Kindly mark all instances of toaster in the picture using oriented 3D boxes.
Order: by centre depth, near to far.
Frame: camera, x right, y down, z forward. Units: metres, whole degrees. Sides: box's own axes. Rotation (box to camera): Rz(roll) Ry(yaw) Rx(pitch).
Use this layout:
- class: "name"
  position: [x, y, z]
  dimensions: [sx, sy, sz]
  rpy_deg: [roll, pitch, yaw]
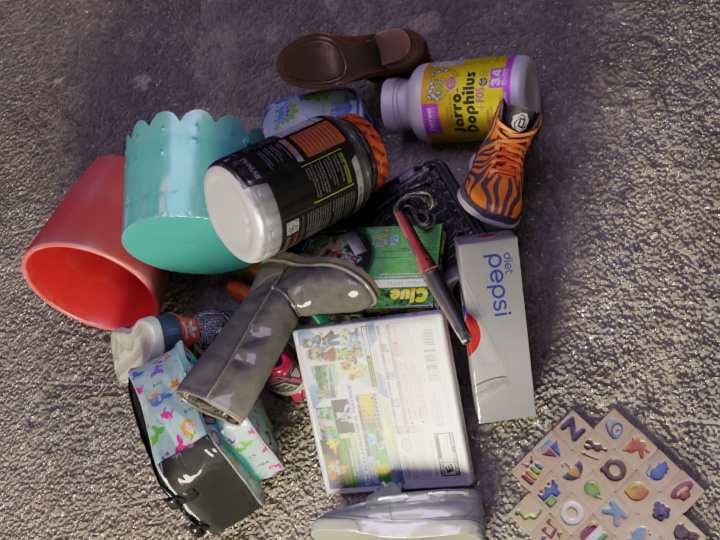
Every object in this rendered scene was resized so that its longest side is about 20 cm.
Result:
- class: "toaster"
  position: [0.065, -0.020, 1.326]
  dimensions: [0.179, 0.119, 0.202]
  rpy_deg: [-31, 56, 4]

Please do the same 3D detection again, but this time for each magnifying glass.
- class: "magnifying glass"
  position: [-0.104, 0.050, 1.397]
  dimensions: [0.198, 0.081, 0.022]
  rpy_deg: [20, 48, 41]

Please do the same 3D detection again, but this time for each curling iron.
- class: "curling iron"
  position: [0.083, -0.008, 1.197]
  dimensions: [0.049, 0.026, 0.202]
  rpy_deg: [-26, 58, 12]

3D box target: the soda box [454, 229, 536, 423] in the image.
- class: "soda box"
  position: [0.149, 0.061, 1.205]
  dimensions: [0.067, 0.063, 0.204]
  rpy_deg: [-7, 99, 2]

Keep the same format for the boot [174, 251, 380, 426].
- class: "boot"
  position: [-0.090, 0.076, 1.182]
  dimensions: [0.180, 0.073, 0.201]
  rpy_deg: [5, 48, 39]

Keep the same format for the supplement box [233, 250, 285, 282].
- class: "supplement box"
  position: [-0.153, -0.030, 1.459]
  dimensions: [0.198, 0.067, 0.069]
  rpy_deg: [25, 74, 33]

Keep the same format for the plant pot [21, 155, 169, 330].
- class: "plant pot"
  position: [-0.336, -0.044, 1.483]
  dimensions: [0.197, 0.202, 0.179]
  rpy_deg: [0, 53, 23]

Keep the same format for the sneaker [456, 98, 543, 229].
- class: "sneaker"
  position: [0.166, -0.135, 1.269]
  dimensions: [0.076, 0.113, 0.201]
  rpy_deg: [17, 30, -6]

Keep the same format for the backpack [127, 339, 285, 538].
- class: "backpack"
  position: [-0.189, 0.183, 1.290]
  dimensions: [0.149, 0.179, 0.201]
  rpy_deg: [-34, 50, -6]

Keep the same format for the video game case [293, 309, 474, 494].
- class: "video game case"
  position: [0.026, 0.152, 1.233]
  dimensions: [0.179, 0.022, 0.204]
  rpy_deg: [-7, 102, 19]

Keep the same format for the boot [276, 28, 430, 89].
- class: "boot"
  position: [-0.003, -0.286, 1.479]
  dimensions: [0.197, 0.155, 0.078]
  rpy_deg: [-14, 91, 15]

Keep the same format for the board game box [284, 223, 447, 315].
- class: "board game box"
  position: [0.000, 0.000, 1.258]
  dimensions: [0.196, 0.024, 0.106]
  rpy_deg: [-1, 62, 23]

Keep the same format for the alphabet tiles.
- class: "alphabet tiles"
  position: [0.261, 0.249, 1.162]
  dimensions: [0.166, 0.006, 0.200]
  rpy_deg: [-43, 55, -4]

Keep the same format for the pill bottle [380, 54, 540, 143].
- class: "pill bottle"
  position: [0.129, -0.220, 1.417]
  dimensions: [0.196, 0.104, 0.106]
  rpy_deg: [-1, 62, 23]

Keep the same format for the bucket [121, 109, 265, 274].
- class: "bucket"
  position: [-0.203, -0.090, 1.355]
  dimensions: [0.203, 0.207, 0.137]
  rpy_deg: [-7, 67, 20]

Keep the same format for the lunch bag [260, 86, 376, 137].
- class: "lunch bag"
  position: [-0.056, -0.143, 1.468]
  dimensions: [0.158, 0.083, 0.203]
  rpy_deg: [-10, 59, 19]

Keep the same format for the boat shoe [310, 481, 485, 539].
- class: "boat shoe"
  position: [0.043, 0.274, 1.212]
  dimensions: [0.197, 0.071, 0.072]
  rpy_deg: [-5, 51, 16]

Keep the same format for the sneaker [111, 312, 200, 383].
- class: "sneaker"
  position: [-0.265, 0.099, 1.412]
  dimensions: [0.199, 0.083, 0.076]
  rpy_deg: [-19, 82, 59]

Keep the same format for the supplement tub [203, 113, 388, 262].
- class: "supplement tub"
  position: [-0.071, -0.101, 1.250]
  dimensions: [0.198, 0.124, 0.122]
  rpy_deg: [-27, 49, -31]

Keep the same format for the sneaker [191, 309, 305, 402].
- class: "sneaker"
  position: [-0.142, 0.094, 1.381]
  dimensions: [0.198, 0.075, 0.081]
  rpy_deg: [21, 73, 32]
